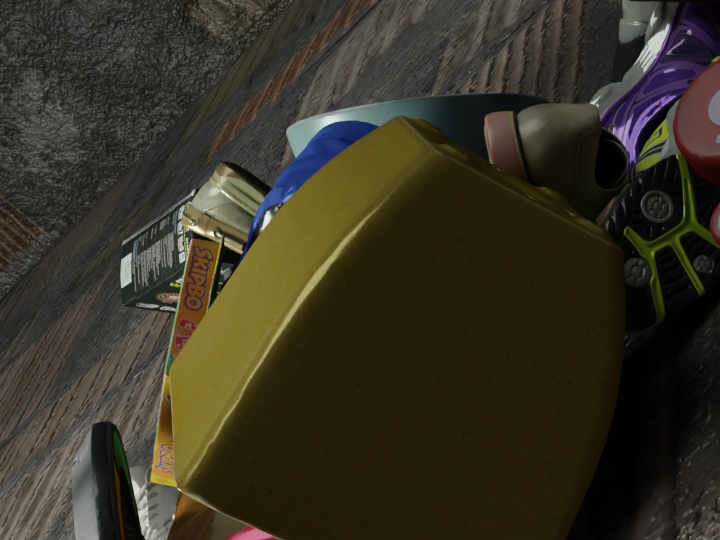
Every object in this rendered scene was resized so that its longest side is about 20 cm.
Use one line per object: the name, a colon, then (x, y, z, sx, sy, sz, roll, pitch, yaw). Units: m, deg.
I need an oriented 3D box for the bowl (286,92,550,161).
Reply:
bowl: (0.047, -0.062, 1.178, 0.201, 0.199, 0.106, 167, 99, -65)

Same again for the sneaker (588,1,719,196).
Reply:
sneaker: (0.225, -0.126, 1.034, 0.201, 0.081, 0.083, -55, 36, -6)

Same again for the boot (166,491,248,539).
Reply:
boot: (-0.091, 0.183, 1.010, 0.144, 0.070, 0.202, 110, 169, -51)

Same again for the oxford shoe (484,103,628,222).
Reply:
oxford shoe: (0.131, -0.044, 0.963, 0.073, 0.071, 0.200, -15, -19, 13)

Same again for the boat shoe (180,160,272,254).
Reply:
boat shoe: (-0.044, 0.000, 1.213, 0.063, 0.200, 0.073, -51, 3, 6)

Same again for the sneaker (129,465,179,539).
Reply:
sneaker: (-0.150, 0.193, 1.164, 0.078, 0.099, 0.200, -47, 1, 8)

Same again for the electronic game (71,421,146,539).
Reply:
electronic game: (-0.139, 0.190, 0.948, 0.041, 0.202, 0.200, -10, 15, -6)

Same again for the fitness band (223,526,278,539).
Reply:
fitness band: (-0.040, 0.219, 0.840, 0.143, 0.038, 0.201, -26, 42, 8)

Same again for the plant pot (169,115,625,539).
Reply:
plant pot: (0.030, 0.035, 0.835, 0.201, 0.194, 0.194, -62, 14, 9)

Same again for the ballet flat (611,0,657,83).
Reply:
ballet flat: (0.238, -0.212, 1.171, 0.200, 0.073, 0.073, -48, 15, 7)

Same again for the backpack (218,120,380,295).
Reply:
backpack: (0.000, 0.000, 1.026, 0.201, 0.161, 0.168, 107, -173, -47)

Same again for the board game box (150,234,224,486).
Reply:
board game box: (-0.113, 0.061, 1.030, 0.200, 0.030, 0.096, 114, 165, -60)

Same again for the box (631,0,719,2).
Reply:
box: (0.285, -0.252, 1.009, 0.197, 0.050, 0.201, 7, 54, 38)

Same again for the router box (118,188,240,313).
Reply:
router box: (-0.084, -0.003, 1.338, 0.150, 0.199, 0.063, -29, 58, 54)

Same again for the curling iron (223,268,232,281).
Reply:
curling iron: (-0.079, 0.090, 1.204, 0.025, 0.050, 0.202, -14, 67, 9)

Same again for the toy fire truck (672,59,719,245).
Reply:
toy fire truck: (0.257, -0.065, 0.732, 0.200, 0.112, 0.168, -51, 39, -4)

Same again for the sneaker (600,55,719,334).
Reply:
sneaker: (0.184, -0.035, 0.922, 0.200, 0.075, 0.076, -51, -2, -28)
